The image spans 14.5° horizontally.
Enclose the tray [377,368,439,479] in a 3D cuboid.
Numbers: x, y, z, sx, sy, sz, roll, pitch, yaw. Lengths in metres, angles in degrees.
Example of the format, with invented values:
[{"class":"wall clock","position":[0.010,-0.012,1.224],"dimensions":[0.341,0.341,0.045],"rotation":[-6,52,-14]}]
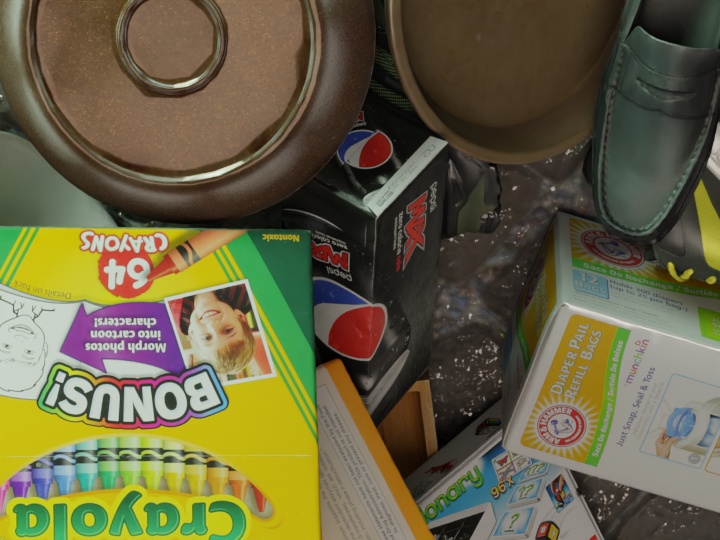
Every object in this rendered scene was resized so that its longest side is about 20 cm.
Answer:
[{"class":"tray","position":[0.003,0.153,1.678],"dimensions":[0.098,0.037,0.201],"rotation":[-7,114,2]}]

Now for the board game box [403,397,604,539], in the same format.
[{"class":"board game box","position":[0.049,0.181,1.631],"dimensions":[0.200,0.035,0.127],"rotation":[-38,115,-24]}]

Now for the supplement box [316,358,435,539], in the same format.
[{"class":"supplement box","position":[-0.074,0.148,1.510],"dimensions":[0.199,0.074,0.127],"rotation":[-24,83,-28]}]

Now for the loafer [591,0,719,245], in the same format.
[{"class":"loafer","position":[0.162,-0.112,1.499],"dimensions":[0.068,0.070,0.202],"rotation":[15,95,10]}]

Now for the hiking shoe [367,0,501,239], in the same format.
[{"class":"hiking shoe","position":[0.011,-0.098,1.547],"dimensions":[0.100,0.076,0.201],"rotation":[-17,113,3]}]

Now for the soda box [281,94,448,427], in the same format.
[{"class":"soda box","position":[0.000,0.000,1.536],"dimensions":[0.063,0.071,0.200],"rotation":[30,147,21]}]

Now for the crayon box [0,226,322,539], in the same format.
[{"class":"crayon box","position":[-0.123,0.068,1.432],"dimensions":[0.199,0.058,0.174],"rotation":[0,75,-11]}]

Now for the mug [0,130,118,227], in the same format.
[{"class":"mug","position":[-0.232,0.014,1.562],"dimensions":[0.153,0.150,0.186],"rotation":[-36,116,23]}]

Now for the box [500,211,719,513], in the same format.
[{"class":"box","position":[0.186,0.060,1.594],"dimensions":[0.199,0.113,0.102],"rotation":[16,118,-8]}]

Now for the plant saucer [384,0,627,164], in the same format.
[{"class":"plant saucer","position":[0.088,-0.156,1.497],"dimensions":[0.199,0.029,0.201],"rotation":[-14,114,-35]}]

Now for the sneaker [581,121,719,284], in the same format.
[{"class":"sneaker","position":[0.205,-0.017,1.566],"dimensions":[0.085,0.074,0.200],"rotation":[-43,83,8]}]

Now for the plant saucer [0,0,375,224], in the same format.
[{"class":"plant saucer","position":[-0.092,-0.119,1.423],"dimensions":[0.199,0.032,0.201],"rotation":[2,103,7]}]
